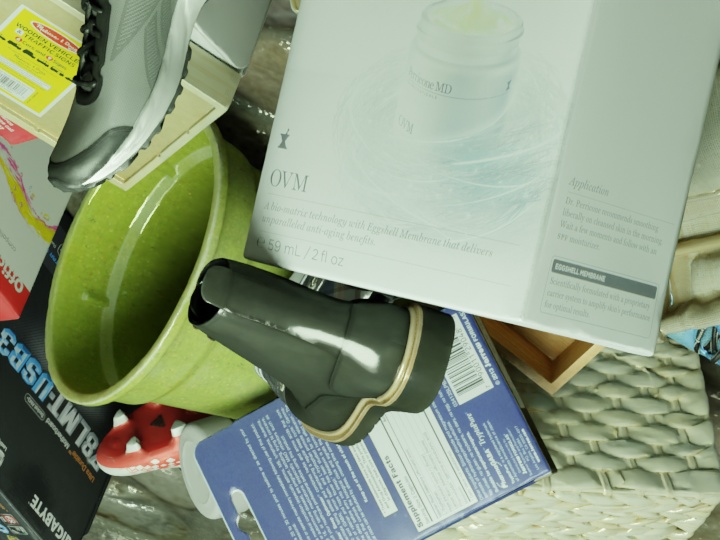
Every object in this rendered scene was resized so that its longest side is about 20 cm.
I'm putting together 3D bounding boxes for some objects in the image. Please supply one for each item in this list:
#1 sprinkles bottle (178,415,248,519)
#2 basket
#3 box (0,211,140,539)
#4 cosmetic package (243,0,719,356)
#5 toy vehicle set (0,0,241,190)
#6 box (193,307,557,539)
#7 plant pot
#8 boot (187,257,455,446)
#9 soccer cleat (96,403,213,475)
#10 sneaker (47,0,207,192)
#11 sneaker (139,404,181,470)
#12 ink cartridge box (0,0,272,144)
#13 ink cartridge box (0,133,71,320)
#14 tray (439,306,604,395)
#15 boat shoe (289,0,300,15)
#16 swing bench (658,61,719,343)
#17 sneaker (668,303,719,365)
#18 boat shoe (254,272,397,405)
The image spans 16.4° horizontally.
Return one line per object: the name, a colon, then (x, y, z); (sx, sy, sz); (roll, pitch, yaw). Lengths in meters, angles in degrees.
sprinkles bottle: (-0.024, 0.114, 1.728); (0.199, 0.068, 0.068); (-14, 158, -25)
basket: (0.126, 0.119, 1.647); (0.199, 0.136, 0.123); (4, 150, -21)
box: (-0.227, 0.078, 1.750); (0.049, 0.199, 0.200); (1, 144, 26)
cosmetic package: (0.065, -0.078, 1.298); (0.199, 0.201, 0.123); (12, 178, 42)
toy vehicle set: (-0.182, -0.128, 1.419); (0.200, 0.027, 0.124); (33, 144, -21)
box: (0.007, 0.116, 1.545); (0.199, 0.122, 0.032); (-28, 173, 10)
plant pot: (-0.075, 0.020, 1.620); (0.184, 0.201, 0.200); (24, 149, -30)
boot: (-0.043, 0.035, 1.376); (0.138, 0.078, 0.200); (18, 161, -14)
soccer cleat: (-0.089, 0.113, 1.773); (0.199, 0.069, 0.085); (-23, 124, -14)
sneaker: (-0.125, -0.137, 1.333); (0.079, 0.201, 0.074); (25, 177, -27)
sneaker: (-0.132, 0.070, 1.805); (0.070, 0.078, 0.200); (4, 145, 24)
ink cartridge box: (-0.169, -0.165, 1.462); (0.199, 0.084, 0.144); (-11, 137, 38)
ink cartridge box: (-0.247, -0.049, 1.567); (0.067, 0.201, 0.116); (-3, 143, 30)
tray: (0.078, -0.020, 1.543); (0.200, 0.037, 0.099); (38, 117, -14)
boat shoe: (-0.010, -0.157, 1.410); (0.065, 0.072, 0.200); (-5, 146, 31)
swing bench: (0.189, -0.053, 1.404); (0.198, 0.130, 0.200); (-14, 158, 39)
sneaker: (0.256, 0.049, 1.565); (0.199, 0.090, 0.079); (19, 148, 9)
boat shoe: (0.000, 0.000, 1.486); (0.070, 0.066, 0.200); (21, 114, -35)
